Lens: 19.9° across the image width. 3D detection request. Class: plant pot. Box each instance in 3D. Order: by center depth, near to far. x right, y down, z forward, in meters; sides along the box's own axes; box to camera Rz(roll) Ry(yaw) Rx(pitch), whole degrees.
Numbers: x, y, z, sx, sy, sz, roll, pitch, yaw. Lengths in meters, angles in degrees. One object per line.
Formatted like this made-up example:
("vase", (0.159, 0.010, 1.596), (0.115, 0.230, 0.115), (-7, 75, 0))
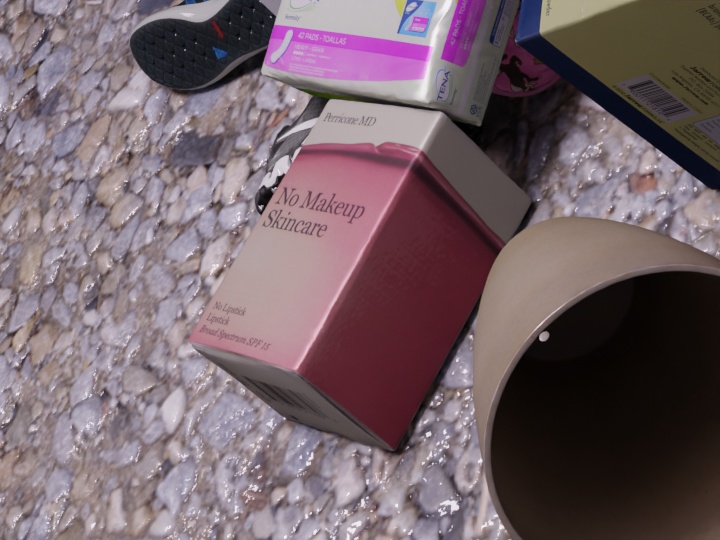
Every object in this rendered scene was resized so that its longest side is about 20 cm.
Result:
("plant pot", (0.138, 0.047, 1.145), (0.187, 0.187, 0.200), (-42, 23, 8))

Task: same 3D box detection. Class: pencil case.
("pencil case", (0.086, -0.205, 1.471), (0.082, 0.087, 0.200), (-32, 39, 4))

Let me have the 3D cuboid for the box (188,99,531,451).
("box", (0.000, 0.000, 1.361), (0.127, 0.109, 0.201), (11, 67, 50))

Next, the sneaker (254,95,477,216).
("sneaker", (0.005, -0.109, 1.488), (0.199, 0.066, 0.091), (-26, 44, 31))

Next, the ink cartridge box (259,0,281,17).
("ink cartridge box", (-0.005, -0.274, 1.577), (0.082, 0.146, 0.201), (-10, 51, 42))

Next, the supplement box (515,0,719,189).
("supplement box", (0.233, -0.167, 1.174), (0.199, 0.199, 0.135), (-15, 55, 43))

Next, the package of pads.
("package of pads", (0.025, -0.190, 1.396), (0.199, 0.068, 0.156), (15, 88, 51))

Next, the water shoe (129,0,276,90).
("water shoe", (-0.106, -0.206, 1.703), (0.199, 0.072, 0.079), (-13, 22, 40))
